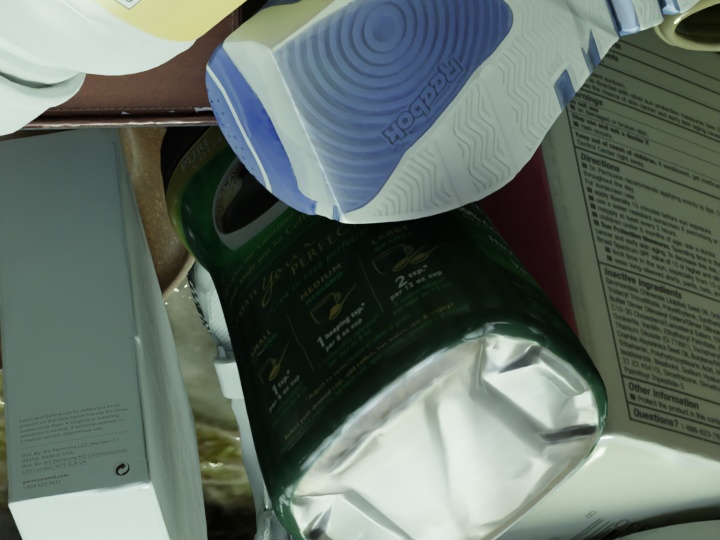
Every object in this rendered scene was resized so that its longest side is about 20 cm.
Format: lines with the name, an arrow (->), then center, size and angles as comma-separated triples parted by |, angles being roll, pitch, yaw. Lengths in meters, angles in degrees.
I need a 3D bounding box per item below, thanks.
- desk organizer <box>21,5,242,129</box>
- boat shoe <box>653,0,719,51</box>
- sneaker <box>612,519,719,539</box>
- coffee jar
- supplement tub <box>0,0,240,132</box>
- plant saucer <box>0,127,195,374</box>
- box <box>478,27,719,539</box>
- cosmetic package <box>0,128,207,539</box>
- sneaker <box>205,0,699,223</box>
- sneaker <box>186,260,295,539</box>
desk organizer -> -0.137, -0.089, 0.710 | 0.199, 0.072, 0.077 | -2, 107, -10
boat shoe -> 0.190, -0.099, 0.797 | 0.200, 0.063, 0.073 | 6, 142, -20
sneaker -> 0.070, 0.138, 0.742 | 0.199, 0.080, 0.079 | -10, 145, 5
coffee jar -> 0.000, 0.000, 0.740 | 0.104, 0.200, 0.085 | -40, 129, 14
supplement tub -> -0.054, -0.143, 0.581 | 0.200, 0.146, 0.145 | -36, 137, 18
plant saucer -> -0.157, -0.029, 0.839 | 0.199, 0.037, 0.201 | -6, 145, -4
box -> 0.086, 0.015, 0.812 | 0.127, 0.201, 0.109 | 17, 137, -30
cosmetic package -> -0.090, 0.068, 0.828 | 0.051, 0.151, 0.200 | -7, 144, 0
sneaker -> 0.020, -0.085, 0.714 | 0.115, 0.199, 0.081 | 10, 127, 48
sneaker -> -0.020, 0.059, 0.921 | 0.075, 0.115, 0.200 | -12, 144, 4
